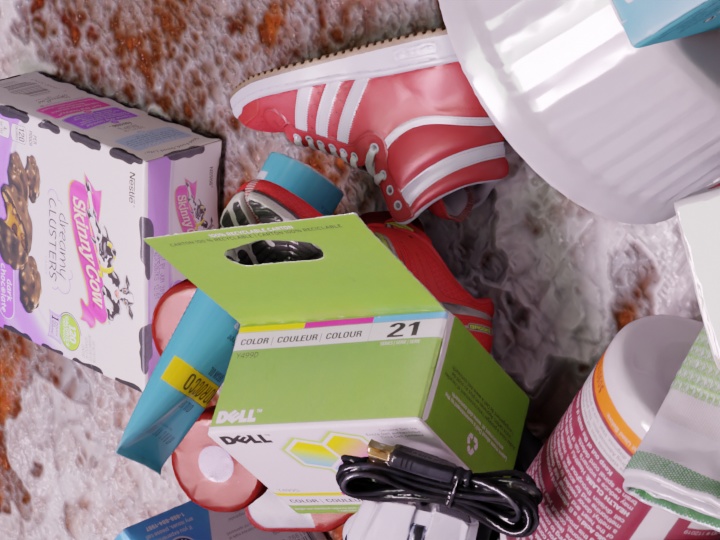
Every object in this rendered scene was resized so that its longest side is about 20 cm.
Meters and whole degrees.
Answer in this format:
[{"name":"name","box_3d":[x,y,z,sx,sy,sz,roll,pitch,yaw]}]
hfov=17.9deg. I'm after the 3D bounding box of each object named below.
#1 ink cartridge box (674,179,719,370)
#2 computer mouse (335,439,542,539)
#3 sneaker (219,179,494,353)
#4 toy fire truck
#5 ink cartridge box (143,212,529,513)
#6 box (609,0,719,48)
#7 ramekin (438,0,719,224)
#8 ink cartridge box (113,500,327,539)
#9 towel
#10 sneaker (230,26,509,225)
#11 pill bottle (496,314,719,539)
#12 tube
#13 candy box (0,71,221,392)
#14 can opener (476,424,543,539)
[{"name":"ink cartridge box","box_3d":[0.257,-0.026,1.031,0.200,0.144,0.084,-17,91,23]},{"name":"computer mouse","box_3d":[0.031,0.152,1.286,0.200,0.109,0.044,106,176,-65]},{"name":"sneaker","box_3d":[0.000,0.000,1.330,0.200,0.085,0.077,37,144,-30]},{"name":"toy fire truck","box_3d":[-0.027,0.066,1.430,0.168,0.112,0.200,-3,101,25]},{"name":"ink cartridge box","box_3d":[-0.020,0.056,1.268,0.148,0.200,0.076,-5,56,33]},{"name":"box","box_3d":[0.178,-0.161,1.066,0.049,0.200,0.082,-30,83,40]},{"name":"ramekin","box_3d":[0.139,-0.132,1.125,0.098,0.200,0.201,-30,82,39]},{"name":"ink cartridge box","box_3d":[-0.083,0.265,1.515,0.200,0.147,0.146,55,134,16]},{"name":"towel","box_3d":[0.229,0.043,1.123,0.149,0.031,0.200,20,75,37]},{"name":"sneaker","box_3d":[0.005,-0.076,1.363,0.200,0.071,0.113,-9,94,44]},{"name":"pill bottle","box_3d":[0.146,0.130,1.265,0.114,0.114,0.200,47,131,22]},{"name":"tube","box_3d":[-0.081,0.027,1.347,0.050,0.077,0.200,28,84,25]},{"name":"candy box","box_3d":[-0.187,-0.029,1.569,0.200,0.071,0.168,21,118,39]},{"name":"can opener","box_3d":[0.064,0.161,1.397,0.063,0.079,0.200,33,135,23]}]
